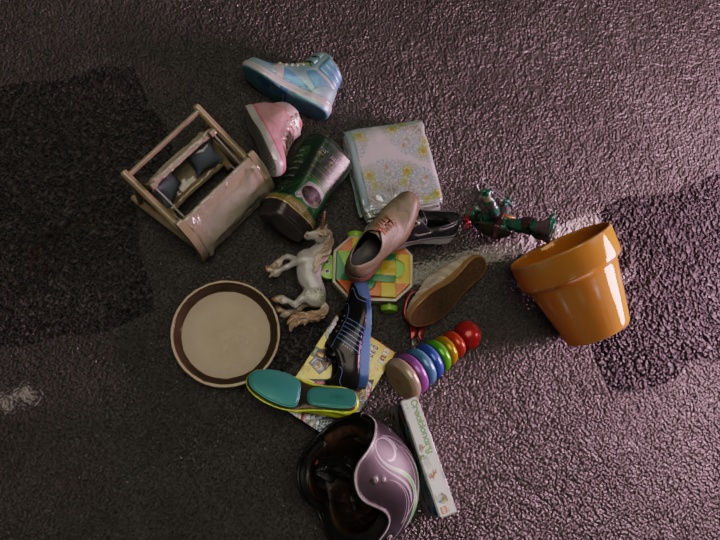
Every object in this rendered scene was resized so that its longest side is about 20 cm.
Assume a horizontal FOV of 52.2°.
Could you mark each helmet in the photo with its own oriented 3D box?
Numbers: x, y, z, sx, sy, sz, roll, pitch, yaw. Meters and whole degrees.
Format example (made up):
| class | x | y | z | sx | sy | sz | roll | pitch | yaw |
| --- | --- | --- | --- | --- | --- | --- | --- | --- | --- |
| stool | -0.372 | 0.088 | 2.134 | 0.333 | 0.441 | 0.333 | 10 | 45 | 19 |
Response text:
| class | x | y | z | sx | sy | sz | roll | pitch | yaw |
| --- | --- | --- | --- | --- | --- | --- | --- | --- | --- |
| helmet | 0.006 | 0.359 | 1.224 | 0.200 | 0.200 | 0.191 | -37 | 113 | -16 |

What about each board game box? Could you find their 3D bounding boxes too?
| class | x | y | z | sx | sy | sz | roll | pitch | yaw |
| --- | --- | --- | --- | --- | --- | --- | --- | --- | --- |
| board game box | 0.106 | 0.325 | 1.279 | 0.034 | 0.126 | 0.201 | -16 | 77 | -11 |
| board game box | -0.043 | 0.199 | 1.345 | 0.135 | 0.035 | 0.200 | 33 | 72 | 3 |

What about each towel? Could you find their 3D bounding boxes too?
| class | x | y | z | sx | sy | sz | roll | pitch | yaw |
| --- | --- | --- | --- | --- | --- | --- | --- | --- | --- |
| towel | 0.063 | -0.199 | 1.474 | 0.171 | 0.048 | 0.201 | -9 | 75 | -13 |

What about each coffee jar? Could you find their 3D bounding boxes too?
| class | x | y | z | sx | sy | sz | roll | pitch | yaw |
| --- | --- | --- | --- | --- | --- | --- | --- | --- | --- |
| coffee jar | -0.106 | -0.156 | 1.408 | 0.104 | 0.085 | 0.200 | 43 | 68 | -31 |

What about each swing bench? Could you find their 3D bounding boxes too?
| class | x | y | z | sx | sy | sz | roll | pitch | yaw |
| --- | --- | --- | --- | --- | --- | --- | --- | --- | --- |
| swing bench | -0.296 | -0.158 | 1.369 | 0.200 | 0.130 | 0.199 | 40 | 72 | 5 |

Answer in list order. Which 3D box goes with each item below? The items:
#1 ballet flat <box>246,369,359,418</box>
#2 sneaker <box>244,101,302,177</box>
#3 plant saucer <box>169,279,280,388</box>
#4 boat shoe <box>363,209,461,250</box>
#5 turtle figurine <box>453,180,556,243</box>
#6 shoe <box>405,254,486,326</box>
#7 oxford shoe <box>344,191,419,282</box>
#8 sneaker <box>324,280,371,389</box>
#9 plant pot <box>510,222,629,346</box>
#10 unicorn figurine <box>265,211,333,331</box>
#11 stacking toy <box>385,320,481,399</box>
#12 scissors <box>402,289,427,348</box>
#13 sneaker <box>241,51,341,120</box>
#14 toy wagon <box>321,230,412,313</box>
| class | x | y | z | sx | sy | sz | roll | pitch | yaw |
| --- | --- | --- | --- | --- | --- | --- | --- | --- | --- |
| ballet flat | -0.102 | 0.223 | 1.276 | 0.199 | 0.067 | 0.067 | 12 | 57 | -4 |
| sneaker | -0.152 | -0.263 | 1.424 | 0.104 | 0.076 | 0.201 | -12 | 48 | -17 |
| plant saucer | -0.246 | 0.116 | 1.346 | 0.199 | 0.029 | 0.201 | 2 | 72 | -7 |
| boat shoe | 0.102 | -0.086 | 1.404 | 0.199 | 0.068 | 0.072 | -2 | 51 | -24 |
| turtle figurine | 0.279 | -0.108 | 1.440 | 0.199 | 0.150 | 0.101 | 19 | 104 | 17 |
| shoe | 0.156 | 0.036 | 1.407 | 0.200 | 0.053 | 0.070 | -37 | 124 | -20 |
| oxford shoe | 0.045 | -0.067 | 1.323 | 0.070 | 0.075 | 0.200 | 32 | 76 | 8 |
| sneaker | -0.024 | 0.113 | 1.319 | 0.078 | 0.070 | 0.201 | 5 | 73 | -11 |
| plant pot | 0.411 | 0.034 | 1.384 | 0.200 | 0.200 | 0.184 | -27 | 93 | -14 |
| unicorn figurine | -0.105 | 0.002 | 1.368 | 0.137 | 0.074 | 0.201 | -13 | 95 | 4 |
| stacking toy | 0.143 | 0.154 | 1.358 | 0.200 | 0.085 | 0.085 | -31 | 80 | -28 |
| scissors | 0.098 | 0.134 | 1.397 | 0.073 | 0.014 | 0.201 | 20 | 73 | -4 |
| sneaker | -0.130 | -0.404 | 1.493 | 0.200 | 0.080 | 0.131 | 28 | 74 | -9 |
| toy wagon | 0.000 | 0.000 | 1.408 | 0.199 | 0.040 | 0.156 | 3 | 73 | -7 |
